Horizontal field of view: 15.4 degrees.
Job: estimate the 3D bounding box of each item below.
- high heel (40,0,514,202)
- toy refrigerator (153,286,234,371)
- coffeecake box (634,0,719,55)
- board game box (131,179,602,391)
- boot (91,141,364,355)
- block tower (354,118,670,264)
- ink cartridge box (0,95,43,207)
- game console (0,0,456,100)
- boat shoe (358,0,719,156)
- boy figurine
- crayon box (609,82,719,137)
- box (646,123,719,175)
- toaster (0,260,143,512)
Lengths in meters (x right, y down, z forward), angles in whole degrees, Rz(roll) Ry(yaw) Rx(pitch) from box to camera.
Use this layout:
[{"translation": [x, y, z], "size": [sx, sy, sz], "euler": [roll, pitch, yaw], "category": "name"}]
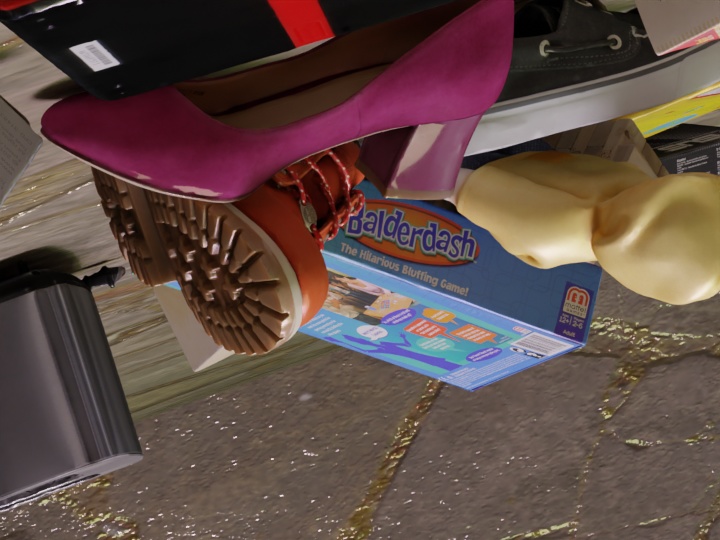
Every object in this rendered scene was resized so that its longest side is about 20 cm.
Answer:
[{"translation": [-0.030, -0.080, 1.043], "size": [0.199, 0.097, 0.067], "euler": [-1, -151, -39], "category": "high heel"}, {"translation": [-0.071, 0.005, 1.617], "size": [0.076, 0.070, 0.200], "euler": [-26, 177, -13], "category": "toy refrigerator"}, {"translation": [0.211, -0.151, 0.955], "size": [0.199, 0.074, 0.153], "euler": [-16, 175, -35], "category": "coffeecake box"}, {"translation": [0.000, 0.000, 1.339], "size": [0.199, 0.045, 0.152], "euler": [19, 163, -16], "category": "board game box"}, {"translation": [-0.038, -0.028, 1.118], "size": [0.107, 0.076, 0.200], "euler": [-20, -158, -14], "category": "boot"}, {"translation": [0.069, -0.035, 1.362], "size": [0.199, 0.058, 0.054], "euler": [0, -130, 41], "category": "block tower"}, {"translation": [-0.194, 0.047, 0.861], "size": [0.198, 0.047, 0.200], "euler": [-46, -168, 22], "category": "ink cartridge box"}, {"translation": [-0.021, -0.102, 0.856], "size": [0.176, 0.031, 0.200], "euler": [-16, 175, 3], "category": "game console"}, {"translation": [0.085, -0.093, 1.170], "size": [0.199, 0.057, 0.068], "euler": [-17, -168, -30], "category": "boat shoe"}, {"translation": [0.088, -0.037, 1.212], "size": [0.124, 0.065, 0.200], "euler": [0, -164, -37], "category": "boy figurine"}, {"translation": [0.166, -0.107, 1.399], "size": [0.199, 0.051, 0.127], "euler": [-21, 176, 31], "category": "crayon box"}, {"translation": [0.109, -0.049, 1.541], "size": [0.199, 0.045, 0.160], "euler": [-16, -163, -40], "category": "box"}, {"translation": [-0.216, 0.075, 1.492], "size": [0.199, 0.119, 0.181], "euler": [-20, 176, -1], "category": "toaster"}]
